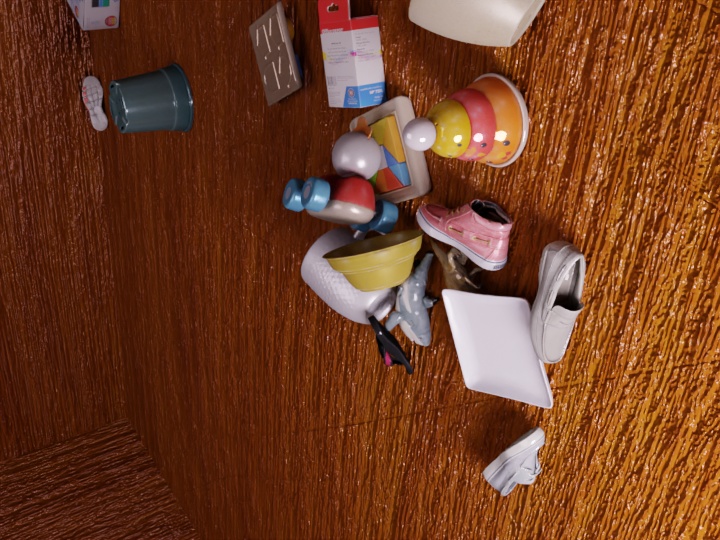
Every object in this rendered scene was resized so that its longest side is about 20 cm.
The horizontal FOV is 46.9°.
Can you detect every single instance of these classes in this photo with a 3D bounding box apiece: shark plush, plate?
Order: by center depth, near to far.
[{"bbox_3d":[0.237,0.125,1.415,0.199,0.032,0.202,7,119,52],"label":"plate"},{"bbox_3d":[0.120,0.048,1.610,0.083,0.091,0.202,25,112,22],"label":"shark plush"}]

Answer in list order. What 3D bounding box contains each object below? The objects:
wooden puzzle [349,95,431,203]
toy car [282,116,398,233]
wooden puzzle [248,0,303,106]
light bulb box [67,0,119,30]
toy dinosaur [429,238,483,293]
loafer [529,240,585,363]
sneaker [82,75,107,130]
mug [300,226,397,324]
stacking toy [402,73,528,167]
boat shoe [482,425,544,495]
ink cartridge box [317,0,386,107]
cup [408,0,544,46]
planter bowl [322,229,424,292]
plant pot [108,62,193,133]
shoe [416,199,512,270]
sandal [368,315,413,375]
[{"bbox_3d":[0.049,-0.221,1.591,0.199,0.037,0.187,-9,96,60],"label":"wooden puzzle"},{"bbox_3d":[-0.022,-0.191,1.580,0.176,0.183,0.202,8,83,63],"label":"toy car"},{"bbox_3d":[-0.181,-0.479,1.846,0.199,0.046,0.188,-7,98,64],"label":"wooden puzzle"},{"bbox_3d":[-0.876,-0.926,2.703,0.201,0.124,0.199,56,145,29],"label":"light bulb box"},{"bbox_3d":[0.168,-0.007,1.476,0.201,0.058,0.102,55,146,29],"label":"toy dinosaur"},{"bbox_3d":[0.304,0.056,1.267,0.070,0.069,0.202,-141,45,-56],"label":"loafer"},{"bbox_3d":[-1.005,-0.628,3.112,0.082,0.076,0.203,28,127,59],"label":"sneaker"},{"bbox_3d":[0.000,0.000,1.695,0.175,0.147,0.201,43,109,29],"label":"mug"},{"bbox_3d":[0.145,-0.217,1.272,0.146,0.198,0.148,33,132,48],"label":"stacking toy"},{"bbox_3d":[0.282,0.338,1.452,0.072,0.070,0.201,49,147,17],"label":"boat shoe"},{"bbox_3d":[-0.017,-0.416,1.576,0.116,0.067,0.203,17,119,54],"label":"ink cartridge box"},{"bbox_3d":[0.182,-0.399,1.165,0.143,0.200,0.201,38,141,8],"label":"cup"},{"bbox_3d":[0.033,-0.011,1.559,0.200,0.199,0.084,1,108,58],"label":"planter bowl"},{"bbox_3d":[-0.614,-0.489,2.408,0.200,0.194,0.203,32,130,49],"label":"plant pot"},{"bbox_3d":[0.178,-0.088,1.414,0.200,0.071,0.092,38,134,38],"label":"shoe"},{"bbox_3d":[0.051,0.155,1.665,0.200,0.045,0.075,50,-173,-49],"label":"sandal"}]
